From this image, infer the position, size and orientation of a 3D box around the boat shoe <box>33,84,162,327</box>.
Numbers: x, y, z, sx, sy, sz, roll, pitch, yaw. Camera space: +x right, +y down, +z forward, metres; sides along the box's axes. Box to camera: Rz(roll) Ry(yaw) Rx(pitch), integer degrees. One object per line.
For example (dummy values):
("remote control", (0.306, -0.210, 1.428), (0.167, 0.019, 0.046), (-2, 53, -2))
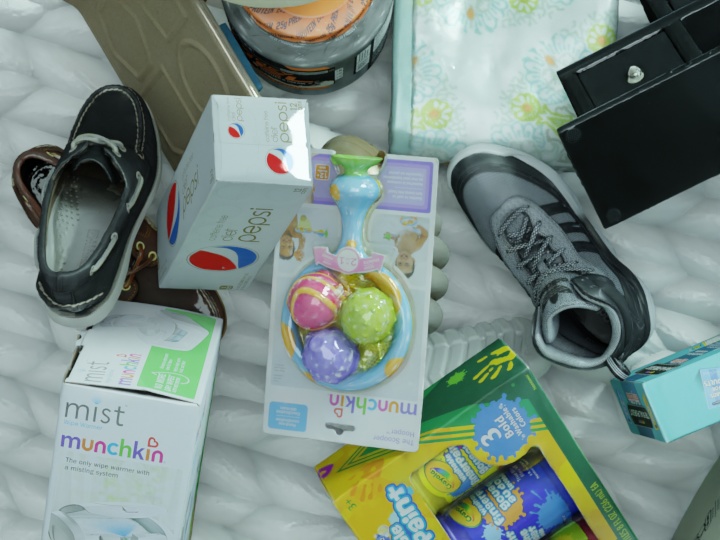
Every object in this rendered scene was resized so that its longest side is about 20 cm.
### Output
("boat shoe", (-0.187, -0.058, 1.358), (0.074, 0.060, 0.201), (7, 57, 9))

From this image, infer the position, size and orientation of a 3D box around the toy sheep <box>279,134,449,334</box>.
("toy sheep", (0.000, 0.000, 1.401), (0.137, 0.138, 0.201), (-6, 83, -1))

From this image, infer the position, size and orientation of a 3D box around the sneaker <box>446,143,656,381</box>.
("sneaker", (0.135, -0.005, 1.398), (0.075, 0.114, 0.200), (-42, 96, 21))

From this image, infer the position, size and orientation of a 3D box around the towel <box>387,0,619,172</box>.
("towel", (0.108, -0.177, 1.452), (0.170, 0.048, 0.201), (3, 87, 0))

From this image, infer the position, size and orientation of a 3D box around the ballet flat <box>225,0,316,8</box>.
("ballet flat", (-0.097, -0.207, 1.245), (0.199, 0.069, 0.070), (5, 87, 21))

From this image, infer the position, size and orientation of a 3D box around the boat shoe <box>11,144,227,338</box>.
("boat shoe", (-0.181, -0.013, 1.429), (0.200, 0.070, 0.070), (41, 87, 0))

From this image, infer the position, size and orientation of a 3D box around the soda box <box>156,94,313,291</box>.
("soda box", (-0.089, -0.049, 1.329), (0.068, 0.200, 0.064), (2, 68, -16))

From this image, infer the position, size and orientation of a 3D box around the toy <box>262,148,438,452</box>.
("toy", (-0.013, 0.019, 1.317), (0.115, 0.047, 0.201), (6, 91, 19))

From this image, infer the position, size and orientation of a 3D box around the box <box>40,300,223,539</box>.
("box", (-0.160, 0.133, 1.337), (0.096, 0.200, 0.177), (10, 104, -2))

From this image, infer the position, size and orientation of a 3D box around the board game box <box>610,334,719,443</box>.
("board game box", (0.289, 0.063, 1.391), (0.199, 0.151, 0.047), (-22, 88, -1))

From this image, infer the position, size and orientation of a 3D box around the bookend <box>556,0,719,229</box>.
("bookend", (0.223, -0.157, 1.385), (0.198, 0.200, 0.092), (-26, 124, 8))

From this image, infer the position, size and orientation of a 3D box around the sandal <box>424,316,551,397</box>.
("sandal", (0.045, 0.086, 1.434), (0.202, 0.083, 0.050), (-9, 130, 1))

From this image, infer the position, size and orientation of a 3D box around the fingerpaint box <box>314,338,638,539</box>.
("fingerpaint box", (0.092, 0.181, 1.389), (0.167, 0.073, 0.200), (-34, 109, -2))

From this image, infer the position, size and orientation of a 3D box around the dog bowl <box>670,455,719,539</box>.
("dog bowl", (0.274, 0.197, 1.360), (0.079, 0.200, 0.201), (29, 87, 3))

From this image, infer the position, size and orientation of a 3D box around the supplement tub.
("supplement tub", (-0.037, -0.196, 1.374), (0.122, 0.200, 0.123), (0, 87, 0))

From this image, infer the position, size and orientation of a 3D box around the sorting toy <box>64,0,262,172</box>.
("sorting toy", (-0.133, -0.157, 1.387), (0.036, 0.185, 0.200), (-35, 90, -25))
